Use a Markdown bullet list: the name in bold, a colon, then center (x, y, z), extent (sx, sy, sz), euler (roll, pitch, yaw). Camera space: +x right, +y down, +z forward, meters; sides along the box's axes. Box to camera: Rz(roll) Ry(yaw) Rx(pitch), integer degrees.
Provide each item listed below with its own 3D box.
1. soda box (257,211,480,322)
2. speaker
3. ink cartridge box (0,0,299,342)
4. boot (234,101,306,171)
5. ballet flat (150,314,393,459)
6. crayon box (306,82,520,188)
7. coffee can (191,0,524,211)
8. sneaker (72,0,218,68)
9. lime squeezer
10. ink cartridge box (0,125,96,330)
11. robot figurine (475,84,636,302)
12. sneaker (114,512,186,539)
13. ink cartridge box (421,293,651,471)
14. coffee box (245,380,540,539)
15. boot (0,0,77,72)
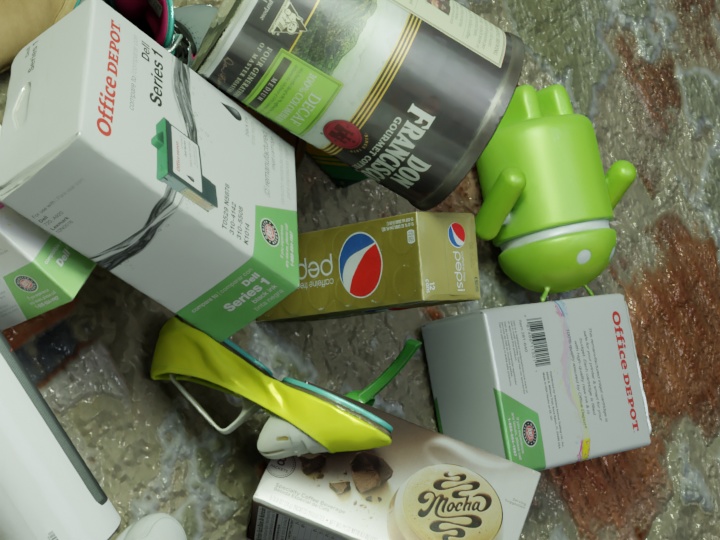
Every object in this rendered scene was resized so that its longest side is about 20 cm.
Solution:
- **soda box**: center (0.000, 0.000, 1.208), extent (0.064, 0.199, 0.068), euler (-1, 85, -42)
- **speaker**: center (-0.247, 0.108, 1.039), extent (0.081, 0.081, 0.201), euler (-40, 104, -41)
- **ink cartridge box**: center (-0.139, -0.068, 1.045), extent (0.200, 0.084, 0.147), euler (36, 34, -36)
- **boot**: center (-0.125, -0.091, 1.185), extent (0.154, 0.073, 0.201), euler (20, 80, -43)
- **ballet flat**: center (-0.073, 0.101, 1.154), extent (0.199, 0.067, 0.067), euler (28, 79, 16)
- **crayon box**: center (0.016, -0.151, 1.270), extent (0.127, 0.199, 0.051), euler (45, 50, -22)
- **coffee can**: center (-0.003, -0.155, 1.122), extent (0.199, 0.146, 0.147), euler (29, 58, -13)
- **sneaker**: center (-0.157, -0.179, 1.158), extent (0.084, 0.121, 0.200), euler (41, 49, 7)
- **lime squeezer**: center (0.012, 0.143, 1.275), extent (0.038, 0.070, 0.201), euler (-41, 138, -65)
- **ink cartridge box**: center (-0.278, -0.055, 1.033), extent (0.200, 0.117, 0.068), euler (46, 50, -23)
- **robot figurine**: center (0.173, -0.070, 1.444), extent (0.175, 0.115, 0.201), euler (-6, 82, -42)
- **sneaker**: center (-0.131, 0.247, 1.065), extent (0.078, 0.099, 0.201), euler (42, 32, -34)
- **ink cartridge box**: center (0.162, 0.105, 1.402), extent (0.199, 0.084, 0.146), euler (-5, 83, -43)
- **coffee box**: center (0.024, 0.182, 1.191), extent (0.199, 0.080, 0.113), euler (22, 58, 6)
- **boot**: center (-0.285, -0.220, 1.110), extent (0.200, 0.066, 0.176), euler (-28, 97, -44)
